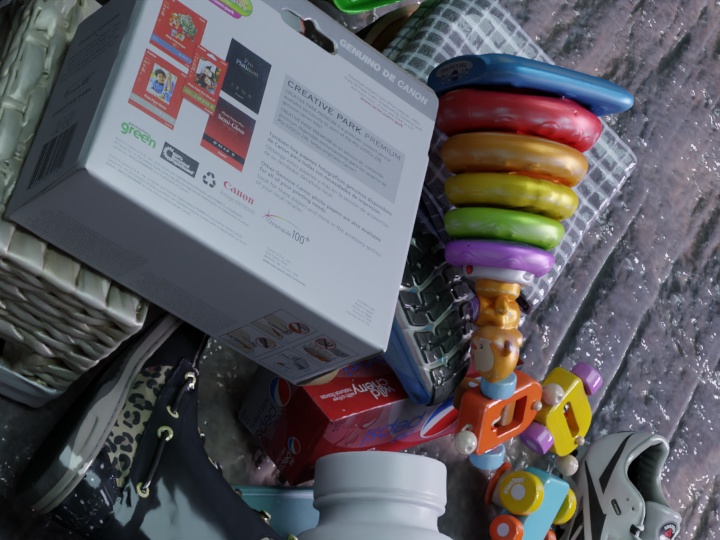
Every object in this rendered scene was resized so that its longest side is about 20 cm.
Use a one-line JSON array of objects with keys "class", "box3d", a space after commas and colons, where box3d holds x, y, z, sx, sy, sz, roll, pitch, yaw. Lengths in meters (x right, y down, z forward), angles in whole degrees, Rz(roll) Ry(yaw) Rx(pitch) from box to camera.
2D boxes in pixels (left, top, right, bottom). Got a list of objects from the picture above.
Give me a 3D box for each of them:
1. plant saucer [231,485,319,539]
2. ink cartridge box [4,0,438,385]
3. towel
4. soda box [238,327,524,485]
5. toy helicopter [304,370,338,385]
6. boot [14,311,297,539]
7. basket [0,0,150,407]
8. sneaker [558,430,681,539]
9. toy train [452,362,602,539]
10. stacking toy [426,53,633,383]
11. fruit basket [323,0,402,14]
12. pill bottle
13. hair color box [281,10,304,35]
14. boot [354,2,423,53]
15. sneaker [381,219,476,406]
[{"class": "plant saucer", "box3d": [-0.054, 0.168, 1.066, 0.199, 0.019, 0.070, 7, 66, -42]}, {"class": "ink cartridge box", "box3d": [-0.066, -0.064, 0.925, 0.200, 0.084, 0.176, 33, 55, -27]}, {"class": "towel", "box3d": [0.087, -0.079, 1.176, 0.200, 0.085, 0.166, 45, 55, -16]}, {"class": "soda box", "box3d": [0.016, 0.079, 1.129, 0.200, 0.064, 0.070, -11, 51, -46]}, {"class": "toy helicopter", "box3d": [-0.060, -0.020, 1.033, 0.079, 0.132, 0.200, -2, 51, -45]}, {"class": "boot", "box3d": [-0.097, 0.116, 0.976, 0.154, 0.073, 0.204, 44, 30, -7]}, {"class": "basket", "box3d": [-0.181, -0.047, 0.965, 0.135, 0.123, 0.201, 31, 52, -29]}, {"class": "sneaker", "box3d": [0.191, 0.207, 1.239, 0.074, 0.088, 0.201, 27, 55, -35]}, {"class": "toy train", "box3d": [0.096, 0.130, 1.157, 0.150, 0.056, 0.201, -27, 134, -38]}, {"class": "stacking toy", "box3d": [0.092, -0.029, 1.068, 0.109, 0.116, 0.201, 10, 84, -25]}, {"class": "fruit basket", "box3d": [0.012, -0.278, 1.116, 0.155, 0.216, 0.216, -20, 85, -27]}, {"class": "pill bottle", "box3d": [0.008, 0.215, 1.017, 0.111, 0.111, 0.201, 17, 68, -38]}, {"class": "hair color box", "box3d": [-0.107, -0.232, 1.141, 0.101, 0.061, 0.201, -10, 76, -8]}, {"class": "boot", "box3d": [0.026, -0.102, 1.238, 0.200, 0.074, 0.155, -32, 94, -36]}, {"class": "sneaker", "box3d": [0.000, 0.000, 1.093, 0.078, 0.090, 0.200, -21, 79, -54]}]
